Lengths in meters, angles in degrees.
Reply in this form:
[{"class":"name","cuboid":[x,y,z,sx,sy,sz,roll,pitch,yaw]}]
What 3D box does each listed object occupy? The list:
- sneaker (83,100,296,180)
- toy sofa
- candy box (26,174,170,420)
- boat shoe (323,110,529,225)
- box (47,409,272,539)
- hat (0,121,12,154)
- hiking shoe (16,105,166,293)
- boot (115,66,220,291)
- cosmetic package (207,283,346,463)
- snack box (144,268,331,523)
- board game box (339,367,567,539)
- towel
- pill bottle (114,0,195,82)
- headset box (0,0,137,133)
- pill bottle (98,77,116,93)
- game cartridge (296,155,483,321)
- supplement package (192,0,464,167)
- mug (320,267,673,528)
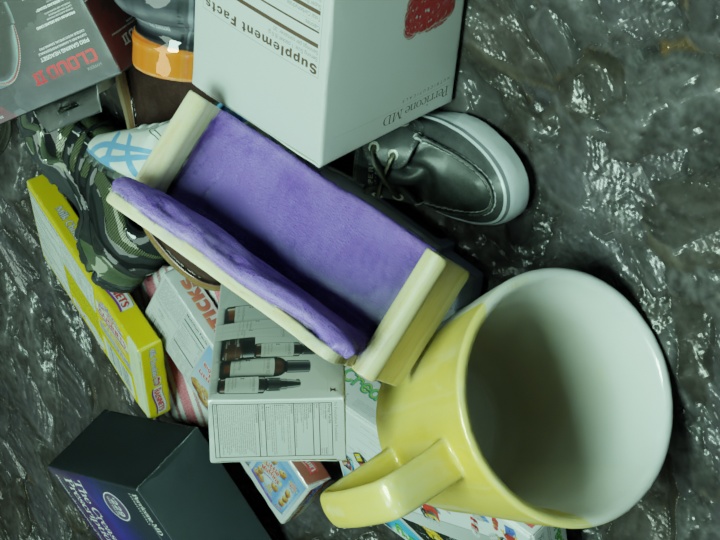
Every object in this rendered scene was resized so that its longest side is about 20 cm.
[{"class":"sneaker","cuboid":[-0.112,-0.079,1.198,0.199,0.072,0.073,8,76,47]},{"class":"toy sofa","cuboid":[-0.044,-0.022,1.040,0.200,0.098,0.083,34,93,24]},{"class":"candy box","cuboid":[-0.215,0.020,1.465,0.200,0.026,0.102,53,156,30]},{"class":"boat shoe","cuboid":[0.016,-0.075,1.129,0.200,0.066,0.070,33,135,35]},{"class":"box","cuboid":[-0.147,0.218,1.467,0.141,0.079,0.201,1,129,48]},{"class":"hat","cuboid":[-0.317,-0.197,1.454,0.200,0.081,0.201,37,146,31]},{"class":"hiking shoe","cuboid":[-0.193,-0.089,1.390,0.100,0.076,0.201,-28,87,34]},{"class":"boot","cuboid":[-0.111,-0.097,1.255,0.166,0.072,0.201,-35,76,58]},{"class":"cosmetic package","cuboid":[-0.049,0.041,1.120,0.200,0.082,0.051,-92,3,-59]},{"class":"snack box","cuboid":[-0.096,0.094,1.359,0.200,0.024,0.072,55,147,14]},{"class":"board game box","cuboid":[0.060,0.158,1.225,0.200,0.035,0.127,32,150,35]},{"class":"towel","cuboid":[-0.129,0.058,1.431,0.199,0.030,0.147,8,118,52]},{"class":"pill bottle","cuboid":[-0.104,-0.223,1.123,0.106,0.106,0.201,26,121,39]},{"class":"headset box","cuboid":[-0.237,-0.191,1.211,0.148,0.075,0.201,-17,108,28]},{"class":"pill bottle","cuboid":[-0.235,-0.228,1.303,0.111,0.111,0.201,18,125,44]},{"class":"game cartridge","cuboid":[0.000,0.000,1.227,0.200,0.038,0.130,37,133,31]},{"class":"supplement package","cuboid":[-0.015,-0.187,1.048,0.120,0.121,0.201,34,137,31]},{"class":"mug","cuboid":[0.069,0.083,1.078,0.153,0.186,0.150,-20,66,60]}]
